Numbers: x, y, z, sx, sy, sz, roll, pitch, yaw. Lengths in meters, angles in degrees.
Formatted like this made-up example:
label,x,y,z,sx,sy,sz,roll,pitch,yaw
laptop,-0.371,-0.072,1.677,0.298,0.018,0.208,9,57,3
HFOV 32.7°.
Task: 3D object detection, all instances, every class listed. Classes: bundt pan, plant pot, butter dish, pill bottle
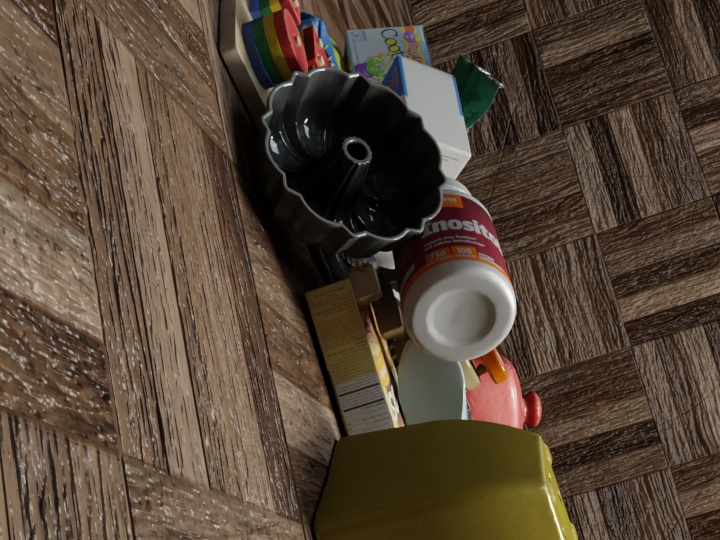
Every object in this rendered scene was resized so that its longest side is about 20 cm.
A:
label,x,y,z,sx,sy,sz,roll,pitch,yaw
bundt pan,-0.019,-0.097,1.206,0.076,0.199,0.205,-48,-134,49
plant pot,0.091,0.245,1.105,0.196,0.197,0.197,-71,142,-75
butter dish,0.155,0.175,1.537,0.200,0.145,0.203,-165,-105,-81
pill bottle,0.089,-0.010,1.252,0.201,0.111,0.114,-98,167,-56

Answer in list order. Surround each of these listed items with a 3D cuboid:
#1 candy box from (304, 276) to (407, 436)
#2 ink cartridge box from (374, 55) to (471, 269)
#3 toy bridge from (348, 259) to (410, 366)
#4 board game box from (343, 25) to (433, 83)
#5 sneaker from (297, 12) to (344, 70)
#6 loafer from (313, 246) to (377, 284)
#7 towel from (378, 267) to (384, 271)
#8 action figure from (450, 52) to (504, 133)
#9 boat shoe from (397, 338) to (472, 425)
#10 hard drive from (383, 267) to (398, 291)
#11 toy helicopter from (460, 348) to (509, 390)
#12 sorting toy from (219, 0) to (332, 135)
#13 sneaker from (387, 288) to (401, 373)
label,x,y,z,sx,sy,sz,roll,pitch,yaw
candy box,0.005,0.110,1.265,0.115,0.054,0.203,-4,77,-81
ink cartridge box,0.041,-0.124,1.451,0.083,0.201,0.146,15,44,-22
toy bridge,0.024,0.036,1.261,0.200,0.027,0.068,60,13,-59
board game box,0.029,-0.209,1.603,0.201,0.101,0.106,101,-19,-56
sneaker,-0.056,-0.237,1.485,0.106,0.075,0.202,59,10,-45
loafer,0.000,0.000,1.403,0.201,0.062,0.073,60,16,-51
towel,0.021,0.008,1.623,0.193,0.034,0.203,40,32,-77
action figure,0.102,-0.156,1.507,0.054,0.202,0.118,23,18,-26
boat shoe,0.083,0.159,1.288,0.091,0.070,0.204,-55,133,-83
hard drive,0.070,-0.014,1.626,0.200,0.037,0.142,52,38,-64
toy helicopter,0.087,0.049,1.367,0.133,0.078,0.201,56,9,-31
sorting toy,-0.079,-0.218,1.321,0.200,0.069,0.201,-96,165,-49
sneaker,0.037,0.099,1.387,0.085,0.073,0.201,-105,171,-47
